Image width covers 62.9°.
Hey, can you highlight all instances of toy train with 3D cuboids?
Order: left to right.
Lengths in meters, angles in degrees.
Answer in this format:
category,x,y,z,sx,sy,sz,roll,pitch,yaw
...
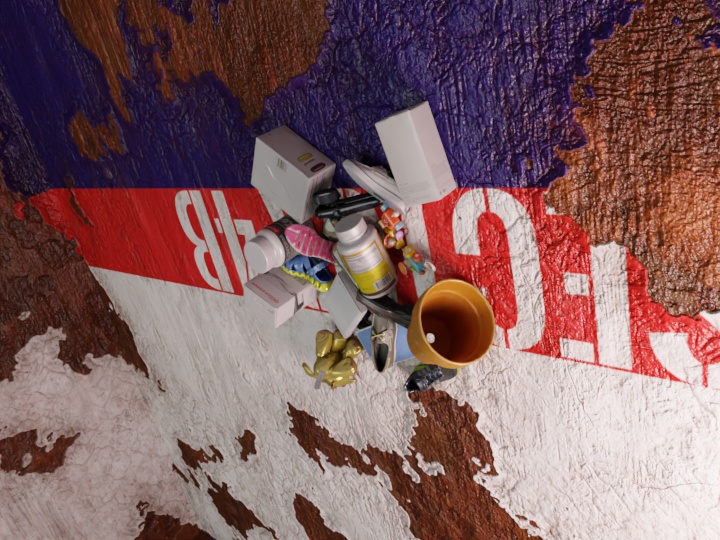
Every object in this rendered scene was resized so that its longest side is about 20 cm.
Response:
category,x,y,z,sx,sy,sz,roll,pitch,yaw
toy train,0.096,-0.062,1.435,0.202,0.055,0.150,54,172,-2

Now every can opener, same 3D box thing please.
category,x,y,z,sx,sy,sz,roll,pitch,yaw
can opener,-0.031,-0.167,1.494,0.195,0.064,0.079,-2,140,24

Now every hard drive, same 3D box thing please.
category,x,y,z,sx,sy,sz,roll,pitch,yaw
hard drive,-0.047,0.101,1.683,0.133,0.026,0.201,58,153,15

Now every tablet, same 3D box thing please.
category,x,y,z,sx,sy,sz,roll,pitch,yaw
tablet,0.088,0.201,1.665,0.197,0.014,0.132,-24,101,37

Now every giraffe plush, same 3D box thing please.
category,x,y,z,sx,sy,sz,roll,pitch,yaw
giraffe plush,-0.074,0.300,1.829,0.170,0.202,0.163,26,161,24

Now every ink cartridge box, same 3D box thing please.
category,x,y,z,sx,sy,sz,roll,pitch,yaw
ink cartridge box,-0.236,0.061,1.775,0.143,0.199,0.086,32,134,24

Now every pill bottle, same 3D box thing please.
category,x,y,z,sx,sy,sz,roll,pitch,yaw
pill bottle,-0.228,-0.081,1.673,0.112,0.199,0.116,23,131,30
pill bottle,0.012,-0.037,1.469,0.108,0.110,0.202,2,131,43

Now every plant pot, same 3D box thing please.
category,x,y,z,sx,sy,sz,roll,pitch,yaw
plant pot,0.198,0.146,1.433,0.201,0.199,0.183,51,155,4

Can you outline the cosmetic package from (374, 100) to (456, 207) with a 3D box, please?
category,x,y,z,sx,sy,sz,roll,pitch,yaw
cosmetic package,0.123,-0.255,1.307,0.106,0.084,0.204,-5,112,44

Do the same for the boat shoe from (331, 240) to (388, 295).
category,x,y,z,sx,sy,sz,roll,pitch,yaw
boat shoe,0.000,0.000,1.585,0.199,0.075,0.069,42,160,5

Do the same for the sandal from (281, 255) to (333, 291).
category,x,y,z,sx,sy,sz,roll,pitch,yaw
sandal,-0.157,-0.019,1.749,0.196,0.079,0.089,24,127,21

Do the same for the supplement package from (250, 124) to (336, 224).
category,x,y,z,sx,sy,sz,roll,pitch,yaw
supplement package,-0.183,-0.260,1.581,0.199,0.110,0.158,38,137,18

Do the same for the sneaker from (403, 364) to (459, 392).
category,x,y,z,sx,sy,sz,roll,pitch,yaw
sneaker,0.192,0.291,1.601,0.074,0.081,0.200,52,139,2

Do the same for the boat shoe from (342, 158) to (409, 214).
category,x,y,z,sx,sy,sz,roll,pitch,yaw
boat shoe,0.046,-0.218,1.419,0.198,0.066,0.072,37,172,17

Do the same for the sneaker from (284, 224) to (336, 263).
category,x,y,z,sx,sy,sz,roll,pitch,yaw
sneaker,-0.141,-0.077,1.631,0.087,0.197,0.075,20,89,49

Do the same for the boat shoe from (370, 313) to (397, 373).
category,x,y,z,sx,sy,sz,roll,pitch,yaw
boat shoe,0.061,0.188,1.627,0.070,0.060,0.207,8,118,26

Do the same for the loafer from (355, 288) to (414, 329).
category,x,y,z,sx,sy,sz,roll,pitch,yaw
loafer,0.074,0.111,1.551,0.196,0.072,0.064,22,119,-5

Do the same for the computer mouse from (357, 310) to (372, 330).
category,x,y,z,sx,sy,sz,roll,pitch,yaw
computer mouse,-0.001,0.097,1.684,0.137,0.052,0.203,34,135,24

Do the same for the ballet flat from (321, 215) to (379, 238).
category,x,y,z,sx,sy,sz,roll,pitch,yaw
ballet flat,-0.039,-0.119,1.561,0.197,0.069,0.075,14,166,36
